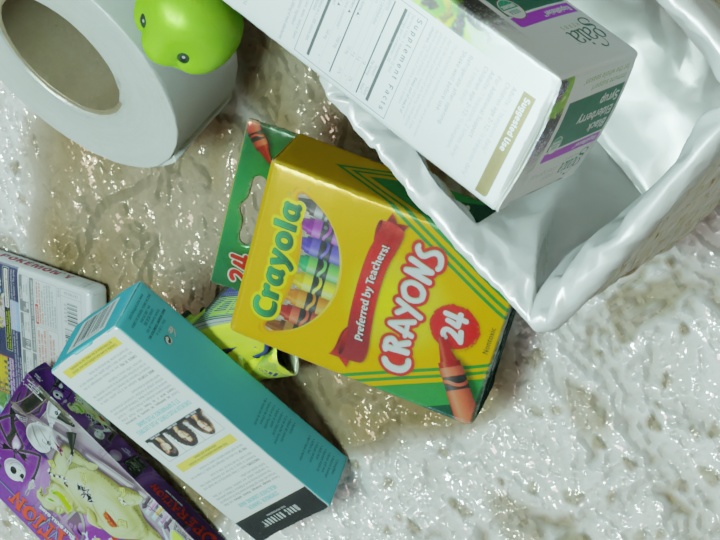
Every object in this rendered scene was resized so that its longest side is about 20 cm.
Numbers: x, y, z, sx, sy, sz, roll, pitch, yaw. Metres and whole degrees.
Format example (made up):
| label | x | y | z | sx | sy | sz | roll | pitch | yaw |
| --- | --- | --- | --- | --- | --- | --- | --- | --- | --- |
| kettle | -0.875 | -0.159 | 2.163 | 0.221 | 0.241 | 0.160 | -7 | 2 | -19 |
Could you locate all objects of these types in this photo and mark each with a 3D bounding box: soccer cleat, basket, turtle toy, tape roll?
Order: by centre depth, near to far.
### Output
| label | x | y | z | sx | sy | sz | roll | pitch | yaw |
| --- | --- | --- | --- | --- | --- | --- | --- | --- | --- |
| basket | 0.124 | -0.115 | 0.966 | 0.198 | 0.161 | 0.200 | 49 | 130 | 14 |
| turtle toy | -0.058 | -0.201 | 1.065 | 0.146 | 0.101 | 0.200 | 42 | 114 | 6 |
| tape roll | -0.179 | -0.163 | 1.191 | 0.202 | 0.071 | 0.203 | 30 | 153 | 17 |
| soccer cleat | -0.086 | 0.054 | 1.261 | 0.084 | 0.065 | 0.200 | 51 | 130 | 9 |

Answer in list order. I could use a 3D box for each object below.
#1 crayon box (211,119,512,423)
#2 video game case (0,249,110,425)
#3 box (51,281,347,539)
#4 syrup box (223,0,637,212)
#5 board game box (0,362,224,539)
| label | x | y | z | sx | sy | sz | roll | pitch | yaw |
| --- | --- | --- | --- | --- | --- | --- | --- | --- | --- |
| crayon box | 0.000 | 0.000 | 1.130 | 0.199 | 0.051 | 0.128 | 21 | 119 | 9 |
| video game case | -0.271 | 0.085 | 1.449 | 0.181 | 0.023 | 0.201 | 17 | 117 | 33 |
| box | -0.109 | 0.100 | 1.246 | 0.200 | 0.049 | 0.082 | 42 | 132 | -19 |
| syrup box | 0.028 | -0.123 | 0.883 | 0.200 | 0.079 | 0.082 | 39 | 125 | 21 |
| board game box | -0.209 | 0.181 | 1.405 | 0.200 | 0.032 | 0.120 | 43 | 127 | 8 |
